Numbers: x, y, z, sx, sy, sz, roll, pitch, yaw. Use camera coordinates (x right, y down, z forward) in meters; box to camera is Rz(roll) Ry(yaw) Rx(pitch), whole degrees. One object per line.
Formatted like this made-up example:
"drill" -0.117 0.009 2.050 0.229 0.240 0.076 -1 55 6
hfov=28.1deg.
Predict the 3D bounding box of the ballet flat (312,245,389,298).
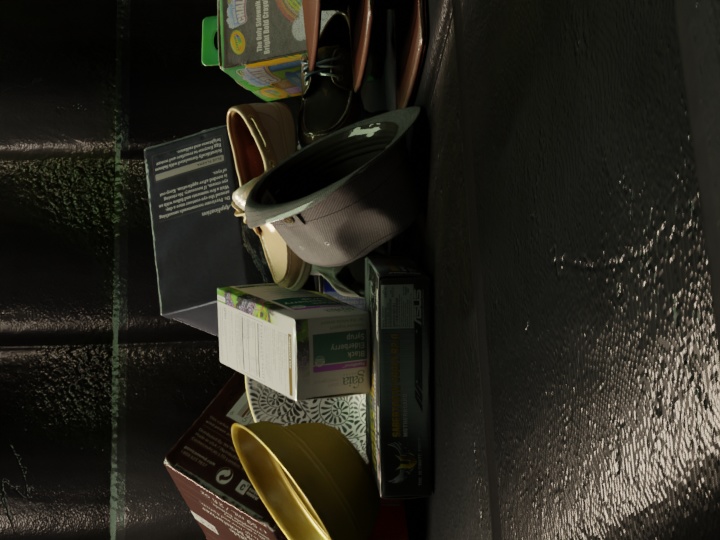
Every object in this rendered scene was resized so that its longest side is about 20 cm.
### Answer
"ballet flat" 0.000 0.000 1.529 0.200 0.069 0.070 29 -123 -65

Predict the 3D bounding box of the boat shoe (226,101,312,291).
"boat shoe" -0.097 -0.075 1.436 0.074 0.069 0.202 -39 56 50

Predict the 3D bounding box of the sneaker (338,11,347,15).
"sneaker" 0.001 -0.367 1.585 0.086 0.080 0.202 67 -153 -69

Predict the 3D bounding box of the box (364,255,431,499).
"box" 0.033 0.093 1.340 0.158 0.048 0.202 -124 33 -81

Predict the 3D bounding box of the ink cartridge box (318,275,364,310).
"ink cartridge box" -0.011 0.064 1.709 0.136 0.076 0.202 -164 71 -85

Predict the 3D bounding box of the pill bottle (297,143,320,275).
"pill bottle" -0.037 -0.092 1.656 0.200 0.113 0.115 -74 -12 -57

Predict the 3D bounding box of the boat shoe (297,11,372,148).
"boat shoe" -0.035 -0.196 1.492 0.201 0.072 0.073 -83 -21 -50

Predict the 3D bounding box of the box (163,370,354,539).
"box" -0.093 0.241 1.654 0.164 0.165 0.201 -51 -30 -24

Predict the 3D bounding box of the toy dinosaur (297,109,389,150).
"toy dinosaur" -0.031 -0.107 1.496 0.200 0.135 0.102 45 141 15

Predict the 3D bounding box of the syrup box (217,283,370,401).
"syrup box" -0.068 0.066 1.396 0.200 0.078 0.082 14 108 63

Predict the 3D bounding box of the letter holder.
"letter holder" 0.002 -0.232 1.353 0.200 0.100 0.143 106 160 -75

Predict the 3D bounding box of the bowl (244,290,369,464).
"bowl" -0.020 0.116 1.524 0.094 0.200 0.203 -11 -76 -49

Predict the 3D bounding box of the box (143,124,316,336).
"box" -0.145 -0.035 1.661 0.197 0.117 0.202 30 -131 -65

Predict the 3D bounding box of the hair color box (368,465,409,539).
"hair color box" 0.016 0.292 1.519 0.201 0.063 0.112 -99 10 -52

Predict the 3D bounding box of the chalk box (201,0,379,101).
"chalk box" -0.091 -0.280 1.686 0.124 0.198 0.126 27 -121 -64

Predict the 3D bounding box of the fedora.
"fedora" -0.011 -0.067 1.332 0.091 0.199 0.177 59 -141 -19

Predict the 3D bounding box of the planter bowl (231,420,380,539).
"planter bowl" -0.038 0.213 1.418 0.201 0.083 0.201 49 160 25
